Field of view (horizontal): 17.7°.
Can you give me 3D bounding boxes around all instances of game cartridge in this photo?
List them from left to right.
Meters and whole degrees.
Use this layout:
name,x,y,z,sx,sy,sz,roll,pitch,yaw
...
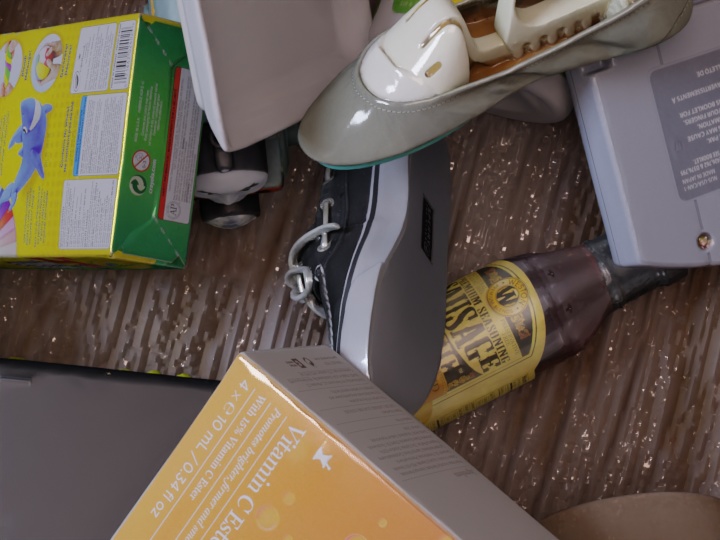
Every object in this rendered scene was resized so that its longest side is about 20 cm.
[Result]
name,x,y,z,sx,sy,sz,roll,pitch,yaw
game cartridge,0.198,-0.076,1.160,0.200,0.040,0.134,-19,95,-26

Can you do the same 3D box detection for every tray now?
name,x,y,z,sx,sy,sz,roll,pitch,yaw
tray,-0.041,-0.125,1.100,0.022,0.200,0.108,-5,102,22

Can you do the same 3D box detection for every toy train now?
name,x,y,z,sx,sy,sz,roll,pitch,yaw
toy train,-0.076,-0.124,1.161,0.085,0.114,0.201,-5,83,-2

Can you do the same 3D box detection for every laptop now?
name,x,y,z,sx,sy,sz,roll,pitch,yaw
laptop,-0.103,0.159,1.135,0.187,0.116,0.201,6,77,-1

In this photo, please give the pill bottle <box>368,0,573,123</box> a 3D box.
name,x,y,z,sx,sy,sz,roll,pitch,yaw
pill bottle,0.089,-0.186,1.175,0.111,0.111,0.200,21,83,1

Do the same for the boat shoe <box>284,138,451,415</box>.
name,x,y,z,sx,sy,sz,roll,pitch,yaw
boat shoe,-0.001,-0.002,1.133,0.068,0.074,0.200,-14,47,22

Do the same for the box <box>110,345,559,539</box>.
name,x,y,z,sx,sy,sz,roll,pitch,yaw
box,0.006,0.142,0.995,0.200,0.097,0.125,39,104,18

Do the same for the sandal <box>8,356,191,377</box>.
name,x,y,z,sx,sy,sz,roll,pitch,yaw
sandal,-0.128,0.095,1.159,0.199,0.079,0.087,6,100,1

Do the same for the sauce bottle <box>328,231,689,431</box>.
name,x,y,z,sx,sy,sz,roll,pitch,yaw
sauce bottle,0.070,0.028,1.173,0.200,0.066,0.066,-29,85,-5

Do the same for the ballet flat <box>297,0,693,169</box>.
name,x,y,z,sx,sy,sz,roll,pitch,yaw
ballet flat,0.058,-0.112,1.073,0.200,0.064,0.067,-22,50,-3

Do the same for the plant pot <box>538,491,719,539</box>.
name,x,y,z,sx,sy,sz,roll,pitch,yaw
plant pot,0.139,0.204,1.103,0.200,0.200,0.175,-5,66,-2

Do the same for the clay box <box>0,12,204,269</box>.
name,x,y,z,sx,sy,sz,roll,pitch,yaw
clay box,-0.151,-0.059,1.137,0.048,0.200,0.115,10,85,-37
